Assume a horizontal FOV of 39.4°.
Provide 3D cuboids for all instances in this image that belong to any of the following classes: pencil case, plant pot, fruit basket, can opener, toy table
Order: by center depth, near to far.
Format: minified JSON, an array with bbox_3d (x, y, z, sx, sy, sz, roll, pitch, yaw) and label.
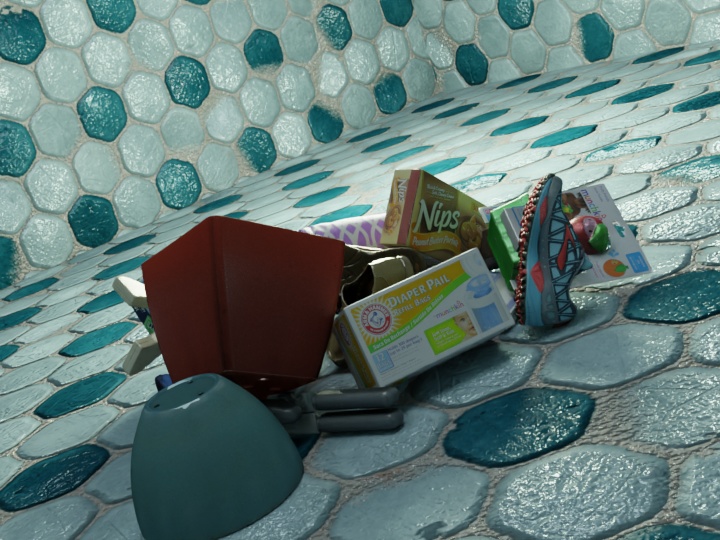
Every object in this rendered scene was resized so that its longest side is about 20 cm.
[{"bbox_3d":[-0.180,0.198,1.146,0.198,0.136,0.200,-18,14,5],"label":"plant pot"},{"bbox_3d":[-0.043,0.175,1.217,0.198,0.053,0.066,-8,8,29],"label":"can opener"},{"bbox_3d":[-0.145,0.061,1.266,0.198,0.178,0.199,10,-24,-36],"label":"plant pot"},{"bbox_3d":[0.286,-0.050,1.420,0.198,0.094,0.186,-14,49,-3],"label":"fruit basket"},{"bbox_3d":[-0.260,0.065,1.443,0.183,0.202,0.117,29,18,30],"label":"toy table"},{"bbox_3d":[-0.001,-0.039,1.553,0.198,0.085,0.086,-7,-25,-17],"label":"pencil case"}]

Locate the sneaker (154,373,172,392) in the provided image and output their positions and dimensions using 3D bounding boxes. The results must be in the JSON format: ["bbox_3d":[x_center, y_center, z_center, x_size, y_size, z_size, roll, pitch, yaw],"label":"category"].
[{"bbox_3d":[-0.212,0.177,1.389,0.082,0.075,0.199,-35,30,-33],"label":"sneaker"}]

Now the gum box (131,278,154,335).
[{"bbox_3d":[-0.257,0.063,1.573,0.199,0.171,0.045,-27,10,36],"label":"gum box"}]

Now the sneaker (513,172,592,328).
[{"bbox_3d":[0.256,-0.025,1.320,0.094,0.202,0.079,7,-2,-3],"label":"sneaker"}]

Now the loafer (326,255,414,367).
[{"bbox_3d":[-0.002,0.052,1.390,0.067,0.201,0.076,12,35,-32],"label":"loafer"}]

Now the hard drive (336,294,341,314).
[{"bbox_3d":[0.046,0.033,1.534,0.198,0.038,0.140,8,24,23],"label":"hard drive"}]

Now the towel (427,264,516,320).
[{"bbox_3d":[0.143,0.035,1.443,0.198,0.024,0.147,7,27,25],"label":"towel"}]

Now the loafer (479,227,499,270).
[{"bbox_3d":[0.236,-0.044,1.560,0.072,0.072,0.200,-13,-1,20],"label":"loafer"}]

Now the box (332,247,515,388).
[{"bbox_3d":[0.075,0.069,1.279,0.199,0.113,0.101,-24,-9,-17],"label":"box"}]

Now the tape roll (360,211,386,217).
[{"bbox_3d":[0.003,-0.041,1.724,0.198,0.066,0.200,-14,15,4],"label":"tape roll"}]

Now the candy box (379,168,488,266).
[{"bbox_3d":[0.119,-0.067,1.524,0.055,0.117,0.199,3,-13,42],"label":"candy box"}]

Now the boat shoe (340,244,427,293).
[{"bbox_3d":[0.000,0.000,1.460,0.198,0.073,0.068,2,-5,13],"label":"boat shoe"}]
